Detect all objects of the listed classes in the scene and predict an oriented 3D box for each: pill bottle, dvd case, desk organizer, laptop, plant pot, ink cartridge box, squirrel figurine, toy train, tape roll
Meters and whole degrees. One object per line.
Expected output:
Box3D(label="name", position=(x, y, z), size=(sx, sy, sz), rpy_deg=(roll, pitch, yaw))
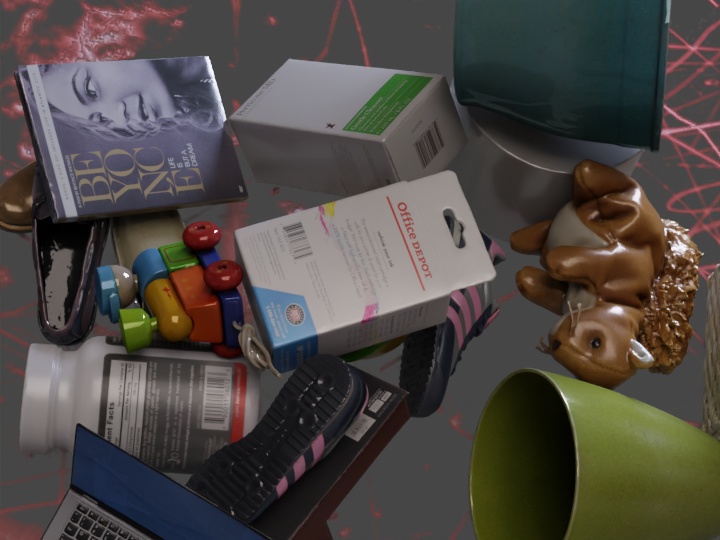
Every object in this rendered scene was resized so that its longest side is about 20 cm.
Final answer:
Box3D(label="pill bottle", position=(-0.191, 0.117, 1.360), size=(0.199, 0.116, 0.116), rpy_deg=(5, 62, -8))
Box3D(label="dvd case", position=(-0.209, -0.125, 1.445), size=(0.199, 0.016, 0.149), rpy_deg=(-9, 76, -34))
Box3D(label="desk organizer", position=(-0.036, 0.186, 1.363), size=(0.072, 0.077, 0.200), rpy_deg=(23, 58, 32))
Box3D(label="laptop", position=(-0.181, 0.249, 1.247), size=(0.187, 0.116, 0.201), rpy_deg=(30, 93, 6))
Box3D(label="plant pot", position=(0.226, 0.188, 1.383), size=(0.199, 0.187, 0.188), rpy_deg=(7, 61, -24))
Box3D(label="ink cartridge box", position=(0.003, 0.000, 1.332), size=(0.199, 0.068, 0.116), rpy_deg=(-16, 67, -9))
Box3D(label="squirrel figurine", position=(0.244, 0.030, 1.450), size=(0.199, 0.141, 0.187), rpy_deg=(18, 51, -28))
Box3D(label="toy train", position=(-0.150, 0.043, 1.309), size=(0.115, 0.085, 0.200), rpy_deg=(-13, 34, -15))
Box3D(label="plant pot", position=(0.181, -0.211, 1.402), size=(0.187, 0.200, 0.201), rpy_deg=(4, 61, 9))
Box3D(label="tape roll", position=(0.180, -0.142, 1.546), size=(0.202, 0.139, 0.204), rpy_deg=(4, 59, -7))

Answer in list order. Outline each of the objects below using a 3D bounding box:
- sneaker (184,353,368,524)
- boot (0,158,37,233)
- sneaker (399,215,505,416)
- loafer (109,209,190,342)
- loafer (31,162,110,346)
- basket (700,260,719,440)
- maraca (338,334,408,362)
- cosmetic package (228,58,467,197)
Box3D(label="sneaker", position=(-0.067, 0.159, 1.305), size=(0.200, 0.082, 0.070), rpy_deg=(-44, 63, 4))
Box3D(label="boot", position=(-0.264, -0.104, 1.483), size=(0.200, 0.076, 0.074), rpy_deg=(-29, 73, -21))
Box3D(label="sneaker", position=(0.093, 0.050, 1.468), size=(0.082, 0.070, 0.201), rpy_deg=(22, 67, -22))
Box3D(label="loafer", position=(-0.186, -0.005, 1.449), size=(0.075, 0.068, 0.201), rpy_deg=(-11, 66, -17))
Box3D(label="loafer", position=(-0.265, -0.032, 1.415), size=(0.071, 0.063, 0.201), rpy_deg=(0, 85, -2))
Box3D(label="basket", position=(0.421, 0.065, 1.459), size=(0.160, 0.198, 0.201), rpy_deg=(10, 62, -1))
Box3D(label="maraca", position=(0.000, 0.000, 1.445), size=(0.107, 0.137, 0.200), rpy_deg=(40, 26, -38))
Box3D(label="cosmetic package", position=(-0.013, -0.132, 1.481), size=(0.199, 0.085, 0.108), rpy_deg=(12, 49, 38))
